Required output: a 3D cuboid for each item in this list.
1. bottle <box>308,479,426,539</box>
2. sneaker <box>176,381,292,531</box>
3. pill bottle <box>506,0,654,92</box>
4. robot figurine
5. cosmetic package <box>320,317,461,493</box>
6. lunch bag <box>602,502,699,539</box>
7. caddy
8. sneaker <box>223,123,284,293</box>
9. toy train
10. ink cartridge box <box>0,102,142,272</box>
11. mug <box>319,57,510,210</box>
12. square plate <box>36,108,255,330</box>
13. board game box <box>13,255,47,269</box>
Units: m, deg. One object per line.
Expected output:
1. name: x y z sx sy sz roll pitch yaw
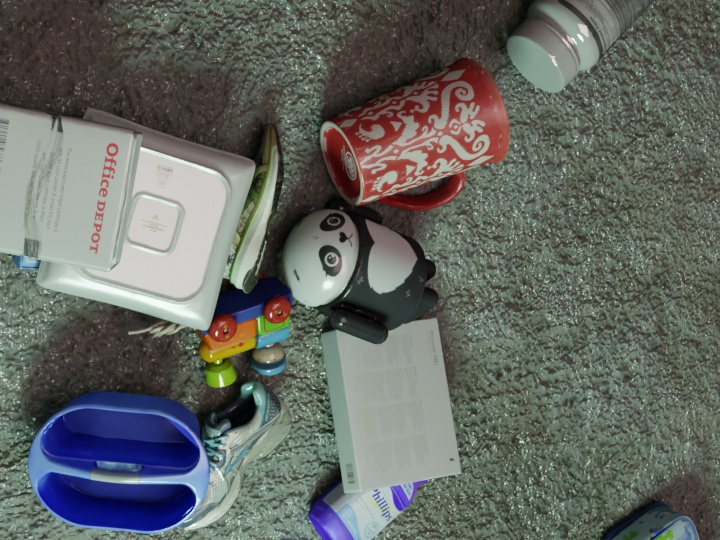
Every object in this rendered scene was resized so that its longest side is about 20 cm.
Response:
1. bottle: 0.028 0.279 1.714 0.200 0.065 0.084 -39 119 -17
2. sneaker: -0.170 0.213 1.571 0.200 0.077 0.087 -52 139 -21
3. pill bottle: 0.285 -0.329 1.697 0.200 0.114 0.114 -46 119 -13
4. robot figurine: 0.001 0.000 1.599 0.199 0.150 0.125 20 104 -32
5. cosmetic package: 0.039 0.167 1.666 0.150 0.052 0.202 -5 82 -27
6. lunch bag: 0.445 0.461 1.990 0.160 0.082 0.201 -31 115 -20
7. caddy: -0.264 0.212 1.469 0.198 0.105 0.143 5 102 -2
8. sneaker: -0.142 -0.080 1.532 0.088 0.077 0.202 13 78 1
9. toy train: -0.174 0.087 1.552 0.199 0.085 0.117 -18 124 -25
10. ink cartridge box: -0.332 -0.090 1.360 0.198 0.083 0.147 11 95 -4
11. mug: 0.068 -0.142 1.606 0.199 0.133 0.179 -22 110 -21
12. square plate: -0.229 -0.052 1.445 0.199 0.028 0.200 16 91 -20
13. board game box: -0.275 -0.073 1.473 0.199 0.037 0.153 4 99 -30
